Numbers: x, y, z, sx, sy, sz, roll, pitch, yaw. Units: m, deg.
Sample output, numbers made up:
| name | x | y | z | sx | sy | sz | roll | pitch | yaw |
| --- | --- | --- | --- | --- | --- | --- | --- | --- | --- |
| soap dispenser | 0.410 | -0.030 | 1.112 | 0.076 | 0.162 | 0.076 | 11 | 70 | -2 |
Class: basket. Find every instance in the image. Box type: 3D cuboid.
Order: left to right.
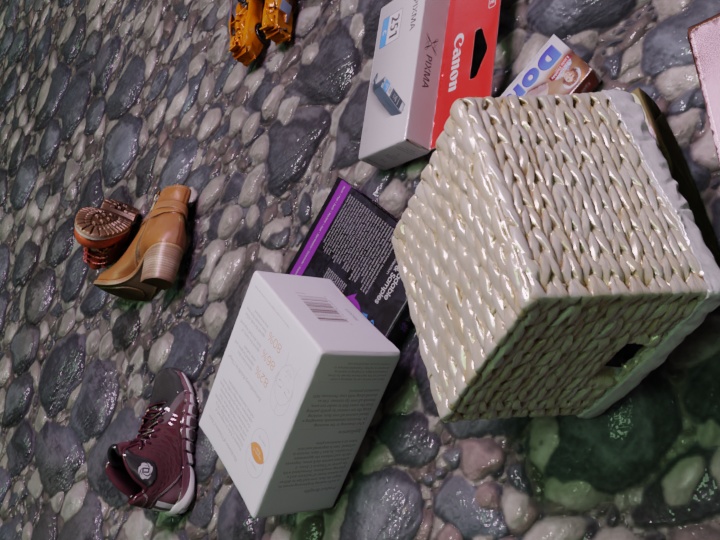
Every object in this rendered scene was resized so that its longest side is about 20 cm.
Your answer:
| name | x | y | z | sx | sy | sz | roll | pitch | yaw |
| --- | --- | --- | --- | --- | --- | --- | --- | --- | --- |
| basket | 0.137 | -0.009 | 0.627 | 0.199 | 0.158 | 0.203 | 114 | 151 | -51 |

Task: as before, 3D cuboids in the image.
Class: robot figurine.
| name | x | y | z | sx | sy | sz | roll | pitch | yaw |
| --- | --- | --- | --- | --- | --- | --- | --- | --- | --- |
| robot figurine | -0.147 | -0.416 | 1.186 | 0.143 | 0.058 | 0.204 | -19 | 62 | 36 |

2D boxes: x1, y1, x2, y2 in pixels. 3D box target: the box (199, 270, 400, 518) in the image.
| name | x | y | z | sx | sy | sz | roll | pitch | yaw |
| --- | --- | --- | --- | --- | --- | --- | --- | --- | --- |
| box | -0.070 | 0.128 | 0.837 | 0.152 | 0.105 | 0.203 | 44 | 118 | 44 |

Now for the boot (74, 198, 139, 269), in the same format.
| name | x | y | z | sx | sy | sz | roll | pitch | yaw |
| --- | --- | --- | --- | --- | --- | --- | --- | --- | --- |
| boot | -0.406 | -0.044 | 1.243 | 0.200 | 0.074 | 0.109 | -94 | 28 | -80 |

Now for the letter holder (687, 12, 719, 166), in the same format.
| name | x | y | z | sx | sy | sz | roll | pitch | yaw |
| --- | --- | --- | --- | --- | --- | --- | --- | --- | --- |
| letter holder | 0.357 | -0.136 | 0.555 | 0.198 | 0.100 | 0.145 | -21 | 62 | 37 |

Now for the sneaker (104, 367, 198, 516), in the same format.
| name | x | y | z | sx | sy | sz | roll | pitch | yaw |
| --- | --- | --- | --- | --- | --- | --- | --- | --- | --- |
| sneaker | -0.274 | 0.211 | 1.026 | 0.075 | 0.115 | 0.203 | -32 | 54 | 30 |

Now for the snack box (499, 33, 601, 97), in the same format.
| name | x | y | z | sx | sy | sz | roll | pitch | yaw |
| --- | --- | --- | --- | --- | --- | --- | --- | --- | --- |
| snack box | 0.152 | -0.139 | 0.810 | 0.200 | 0.024 | 0.072 | -49 | 45 | 20 |

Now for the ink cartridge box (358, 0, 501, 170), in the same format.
| name | x | y | z | sx | sy | sz | roll | pitch | yaw |
| --- | --- | --- | --- | --- | --- | --- | --- | --- | --- |
| ink cartridge box | 0.076 | -0.231 | 0.886 | 0.175 | 0.044 | 0.204 | -12 | 66 | 54 |

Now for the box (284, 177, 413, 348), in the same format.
| name | x | y | z | sx | sy | sz | roll | pitch | yaw |
| --- | --- | --- | --- | --- | --- | --- | --- | --- | --- |
| box | 0.000 | 0.000 | 0.898 | 0.200 | 0.036 | 0.144 | 42 | 106 | 46 |

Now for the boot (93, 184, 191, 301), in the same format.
| name | x | y | z | sx | sy | sz | roll | pitch | yaw |
| --- | --- | --- | --- | --- | --- | --- | --- | --- | --- |
| boot | -0.332 | -0.043 | 1.214 | 0.198 | 0.076 | 0.158 | -18 | 58 | 47 |

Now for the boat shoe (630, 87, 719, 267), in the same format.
| name | x | y | z | sx | sy | sz | roll | pitch | yaw |
| --- | --- | --- | --- | --- | --- | --- | --- | --- | --- |
| boat shoe | 0.242 | -0.060 | 0.663 | 0.066 | 0.071 | 0.204 | -32 | 49 | 38 |
